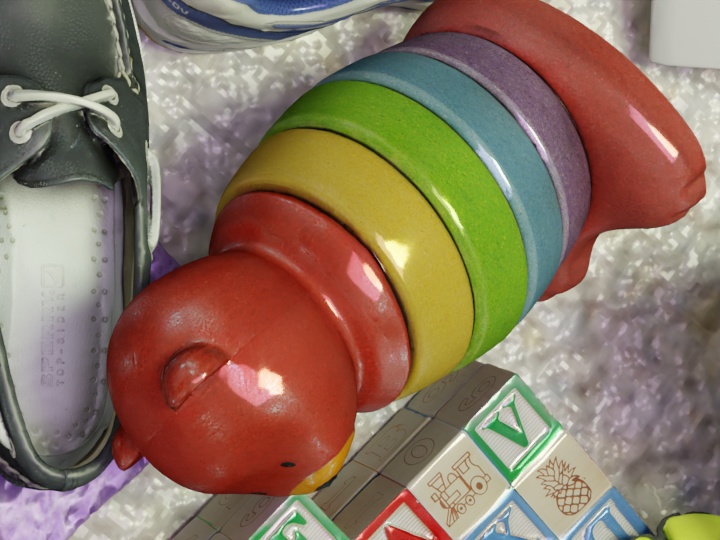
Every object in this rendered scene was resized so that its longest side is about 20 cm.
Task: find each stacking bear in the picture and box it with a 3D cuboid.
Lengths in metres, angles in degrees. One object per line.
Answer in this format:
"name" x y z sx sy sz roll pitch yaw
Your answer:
"stacking bear" 0.000 0.000 0.746 0.114 0.121 0.200 51 55 -2

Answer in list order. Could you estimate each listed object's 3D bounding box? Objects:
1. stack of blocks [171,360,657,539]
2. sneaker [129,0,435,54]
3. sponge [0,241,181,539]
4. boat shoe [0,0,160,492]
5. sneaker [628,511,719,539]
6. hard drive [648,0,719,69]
"stack of blocks" -0.005 0.123 0.818 0.200 0.059 0.115 -44 107 -11
"sneaker" 0.018 -0.121 0.790 0.199 0.088 0.076 -24 100 -17
"sponge" -0.139 -0.006 0.777 0.112 0.030 0.200 -43 105 -12
"boat shoe" -0.097 -0.029 0.742 0.075 0.060 0.201 -6 95 -20
"sneaker" 0.177 0.144 0.849 0.199 0.081 0.074 7 117 -38
"hard drive" 0.172 -0.164 0.801 0.131 0.027 0.201 5 120 11
